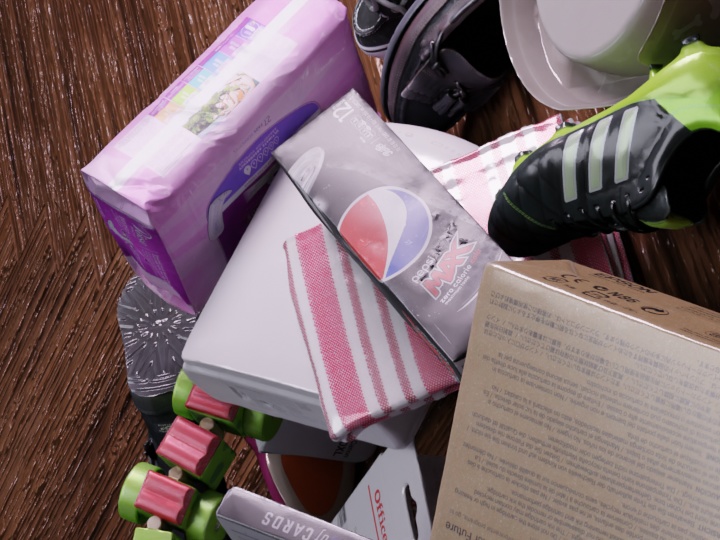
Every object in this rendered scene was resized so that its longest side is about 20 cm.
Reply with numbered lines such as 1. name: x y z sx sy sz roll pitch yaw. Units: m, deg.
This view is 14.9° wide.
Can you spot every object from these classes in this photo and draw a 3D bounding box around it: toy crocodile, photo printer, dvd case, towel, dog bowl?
1. toy crocodile: -0.102 0.112 1.751 0.200 0.067 0.062 -64 -19 -14
2. photo printer: 0.000 0.000 1.686 0.166 0.069 0.200 14 68 39
3. dvd case: 0.014 0.199 1.551 0.150 0.200 0.025 18 64 29
4. towel: 0.057 0.006 1.591 0.200 0.030 0.146 -24 53 14
5. dog bowl: 0.150 -0.184 1.527 0.200 0.059 0.200 -23 64 61

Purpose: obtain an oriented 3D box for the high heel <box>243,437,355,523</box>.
1. high heel: -0.049 0.129 1.903 0.200 0.067 0.096 -99 21 -44

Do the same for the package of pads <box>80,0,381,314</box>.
1. package of pads: -0.078 -0.080 1.756 0.076 0.200 0.121 30 157 32

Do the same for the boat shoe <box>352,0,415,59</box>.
1. boat shoe: 0.030 -0.197 1.782 0.199 0.068 0.074 145 126 -59

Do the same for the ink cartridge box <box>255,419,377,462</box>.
1. ink cartridge box: -0.031 0.008 1.851 0.200 0.083 0.145 -109 35 -43

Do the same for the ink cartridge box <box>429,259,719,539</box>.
1. ink cartridge box: 0.141 0.097 1.397 0.200 0.075 0.165 22 107 41

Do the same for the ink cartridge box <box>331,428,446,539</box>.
1. ink cartridge box: 0.029 0.193 1.703 0.200 0.067 0.116 124 144 -46

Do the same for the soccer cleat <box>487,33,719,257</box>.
1. soccer cleat: 0.142 -0.048 1.482 0.200 0.067 0.081 -38 56 39

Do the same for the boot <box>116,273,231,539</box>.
1. boot: -0.117 0.114 1.911 0.165 0.066 0.200 -86 -15 -53

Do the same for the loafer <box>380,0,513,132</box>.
1. loafer: 0.071 -0.146 1.686 0.200 0.072 0.063 -60 38 37

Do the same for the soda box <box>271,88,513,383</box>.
1. soda box: 0.033 -0.012 1.549 0.063 0.071 0.200 -39 52 -3
